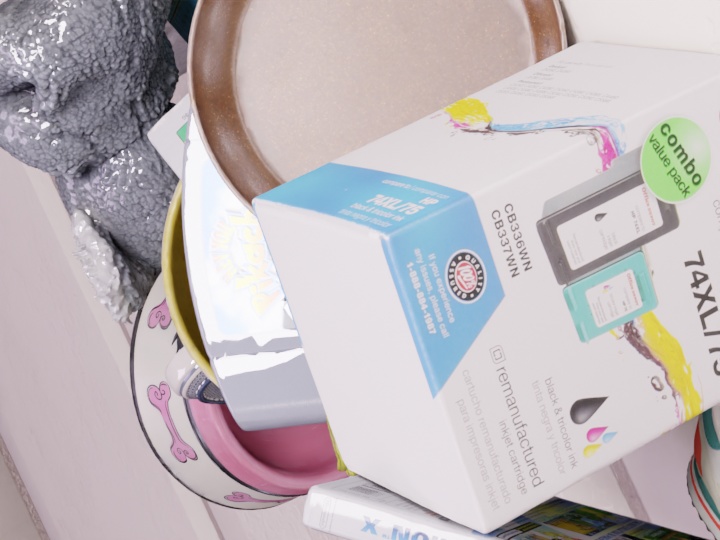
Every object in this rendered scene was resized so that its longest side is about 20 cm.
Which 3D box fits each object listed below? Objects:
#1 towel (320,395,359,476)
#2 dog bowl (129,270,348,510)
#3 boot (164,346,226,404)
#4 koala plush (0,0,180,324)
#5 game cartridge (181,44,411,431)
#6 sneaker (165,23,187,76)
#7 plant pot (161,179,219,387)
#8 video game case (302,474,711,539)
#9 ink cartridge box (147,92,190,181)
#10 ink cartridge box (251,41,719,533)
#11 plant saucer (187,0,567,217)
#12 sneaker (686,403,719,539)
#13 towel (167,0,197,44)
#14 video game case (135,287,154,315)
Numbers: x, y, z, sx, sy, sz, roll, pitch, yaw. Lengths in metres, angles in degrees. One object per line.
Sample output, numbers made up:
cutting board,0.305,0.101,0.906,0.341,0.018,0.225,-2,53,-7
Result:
towel,0.056,0.029,1.114,0.018,0.199,0.087,-1,109,54
dog bowl,-0.053,0.063,1.462,0.074,0.199,0.202,-2,113,54
boot,-0.022,0.066,1.374,0.091,0.199,0.073,56,141,23
koala plush,-0.152,-0.081,1.298,0.183,0.177,0.201,-10,116,54
game cartridge,-0.029,-0.018,1.168,0.040,0.132,0.202,-3,-94,-78
sneaker,-0.151,-0.237,1.536,0.105,0.075,0.201,-119,23,-47
plant pot,0.000,0.000,1.282,0.201,0.199,0.142,57,-172,21
video game case,0.086,0.131,1.055,0.200,0.181,0.022,6,-82,-73
ink cartridge box,0.000,-0.056,1.193,0.200,0.161,0.050,50,-173,23
ink cartridge box,0.083,0.000,1.010,0.146,0.199,0.148,16,129,62
plant saucer,0.010,-0.106,1.125,0.201,0.199,0.034,63,-170,3
sneaker,0.219,0.125,1.005,0.200,0.070,0.094,53,163,37
towel,-0.101,-0.197,1.252,0.147,0.022,0.200,48,159,0
video game case,-0.126,-0.009,1.544,0.183,0.024,0.200,56,-160,-22
